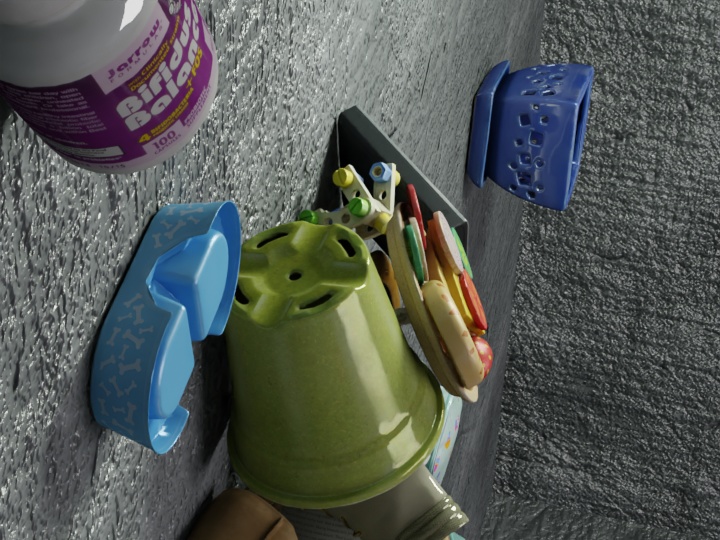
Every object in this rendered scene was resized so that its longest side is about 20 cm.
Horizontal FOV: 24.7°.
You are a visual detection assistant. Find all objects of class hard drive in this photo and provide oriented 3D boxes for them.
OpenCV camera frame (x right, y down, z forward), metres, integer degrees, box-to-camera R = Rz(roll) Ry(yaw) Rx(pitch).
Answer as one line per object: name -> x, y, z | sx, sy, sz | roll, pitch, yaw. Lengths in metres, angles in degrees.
hard drive -> 0.041, -0.060, 1.701 | 0.033, 0.200, 0.140 | -27, 144, -19

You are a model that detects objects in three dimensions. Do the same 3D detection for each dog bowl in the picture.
dog bowl -> -0.137, 0.034, 1.165 | 0.112, 0.049, 0.201 | 88, 16, -49

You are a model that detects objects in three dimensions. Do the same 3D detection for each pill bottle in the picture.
pill bottle -> -0.143, -0.130, 0.817 | 0.200, 0.111, 0.114 | 62, 39, -73

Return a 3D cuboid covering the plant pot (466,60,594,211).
plant pot -> 0.281, -0.235, 2.745 | 0.200, 0.178, 0.202 | -61, 159, -61

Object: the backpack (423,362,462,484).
backpack -> 0.037, 0.189, 1.969 | 0.200, 0.152, 0.178 | 53, 53, -67

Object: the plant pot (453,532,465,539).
plant pot -> 0.008, 0.321, 1.790 | 0.141, 0.198, 0.143 | 14, 86, -80

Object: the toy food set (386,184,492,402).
toy food set -> 0.075, 0.023, 1.498 | 0.200, 0.048, 0.200 | 39, 31, -69

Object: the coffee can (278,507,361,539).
coffee can -> -0.045, 0.311, 1.647 | 0.146, 0.145, 0.202 | 27, 74, -79

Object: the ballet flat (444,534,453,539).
ballet flat -> 0.032, 0.209, 1.578 | 0.069, 0.062, 0.202 | -49, -125, 55

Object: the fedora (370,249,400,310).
fedora -> -0.013, 0.074, 1.763 | 0.200, 0.081, 0.203 | 5, 90, -74

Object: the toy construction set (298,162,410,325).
toy construction set -> 0.000, 0.000, 1.596 | 0.092, 0.130, 0.202 | 34, 34, -46

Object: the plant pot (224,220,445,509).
plant pot -> -0.039, 0.067, 1.407 | 0.201, 0.198, 0.186 | -68, 152, -46

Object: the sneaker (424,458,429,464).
sneaker -> 0.003, 0.157, 1.659 | 0.199, 0.078, 0.100 | 11, 108, -40

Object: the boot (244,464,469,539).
boot -> -0.013, 0.226, 1.523 | 0.199, 0.155, 0.072 | -37, 176, 20

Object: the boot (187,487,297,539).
boot -> -0.084, 0.279, 1.384 | 0.066, 0.175, 0.200 | -48, 178, 21
